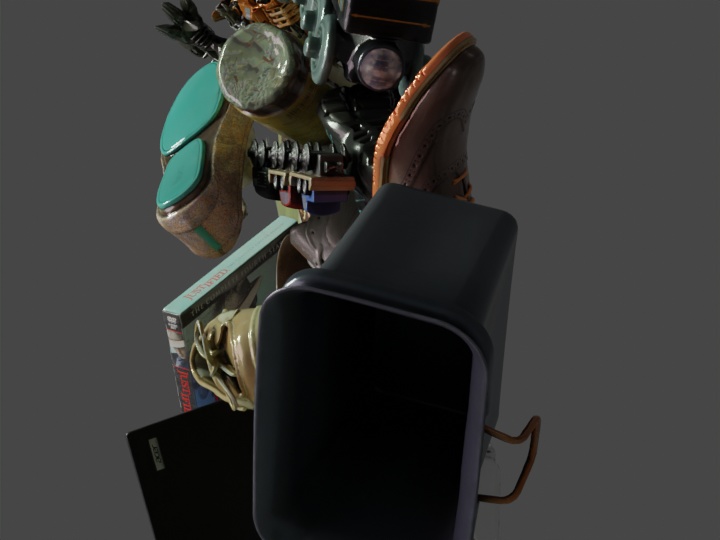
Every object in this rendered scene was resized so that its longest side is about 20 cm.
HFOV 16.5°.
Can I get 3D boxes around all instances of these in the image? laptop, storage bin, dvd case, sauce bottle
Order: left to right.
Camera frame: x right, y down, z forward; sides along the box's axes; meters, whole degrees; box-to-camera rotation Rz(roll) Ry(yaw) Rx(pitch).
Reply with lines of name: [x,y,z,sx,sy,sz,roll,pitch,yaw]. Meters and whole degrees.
dvd case: [-0.086,0.077,1.920,0.146,0.022,0.201,-39,-47,-39]
laptop: [-0.079,0.168,1.892,0.200,0.103,0.178,-47,-56,-70]
sauce bottle: [-0.031,-0.115,1.720,0.200,0.065,0.065,29,-128,-63]
storage bin: [0.033,0.058,1.346,0.134,0.145,0.200,-60,-20,-47]

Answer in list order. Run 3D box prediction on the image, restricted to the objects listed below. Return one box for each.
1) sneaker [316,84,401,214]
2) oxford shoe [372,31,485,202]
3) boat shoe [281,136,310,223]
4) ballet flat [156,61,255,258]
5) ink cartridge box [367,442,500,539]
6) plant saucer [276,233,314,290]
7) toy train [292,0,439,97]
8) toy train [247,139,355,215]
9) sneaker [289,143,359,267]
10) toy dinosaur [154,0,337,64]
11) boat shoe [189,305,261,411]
sneaker: [0.015,-0.064,1.609,0.200,0.075,0.080,-107,13,-64]
oxford shoe: [0.047,-0.048,1.458,0.071,0.073,0.200,-38,-28,-49]
boat shoe: [-0.018,-0.064,1.896,0.070,0.070,0.200,85,170,-60]
ballet flat: [-0.103,-0.071,1.719,0.067,0.068,0.200,48,-154,-24]
ink cartridge box: [0.014,0.143,1.537,0.200,0.083,0.147,-134,41,-65]
plant saucer: [-0.006,0.065,1.749,0.200,0.034,0.201,-16,-90,-76]
toy train: [0.008,-0.189,1.616,0.200,0.085,0.114,-103,24,-64]
toy train: [-0.041,-0.061,1.618,0.200,0.034,0.046,-165,76,-75]
sneaker: [0.000,0.000,1.680,0.076,0.092,0.201,100,164,-59]
toy dinosaur: [-0.064,-0.168,1.780,0.136,0.102,0.200,30,138,30]
boat shoe: [-0.084,0.064,1.693,0.200,0.062,0.074,121,141,-83]
